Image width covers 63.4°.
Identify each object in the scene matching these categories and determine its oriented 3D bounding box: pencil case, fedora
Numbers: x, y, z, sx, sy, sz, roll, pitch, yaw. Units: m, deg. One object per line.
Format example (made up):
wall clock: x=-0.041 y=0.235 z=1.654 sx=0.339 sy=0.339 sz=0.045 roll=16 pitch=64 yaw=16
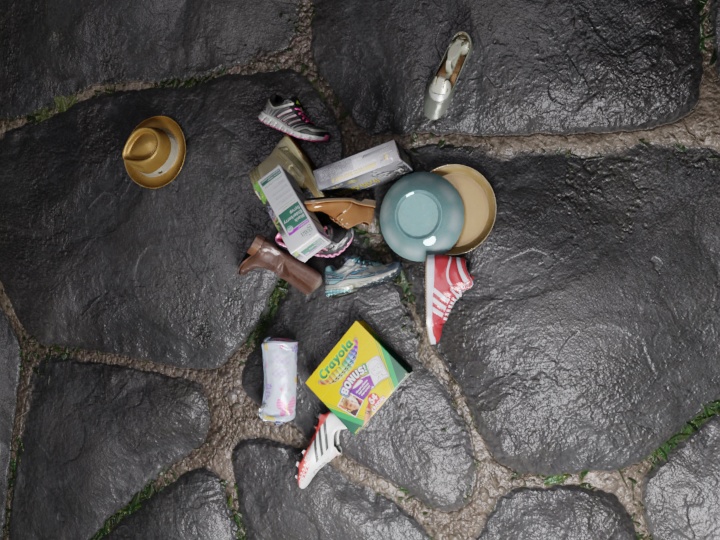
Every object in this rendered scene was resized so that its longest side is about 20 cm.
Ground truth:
pencil case: x=-0.199 y=0.264 z=1.417 sx=0.089 sy=0.083 sz=0.205 roll=3 pitch=89 yaw=-5
fedora: x=-0.557 y=-0.316 z=1.532 sx=0.196 sy=0.082 sz=0.206 roll=0 pitch=89 yaw=18

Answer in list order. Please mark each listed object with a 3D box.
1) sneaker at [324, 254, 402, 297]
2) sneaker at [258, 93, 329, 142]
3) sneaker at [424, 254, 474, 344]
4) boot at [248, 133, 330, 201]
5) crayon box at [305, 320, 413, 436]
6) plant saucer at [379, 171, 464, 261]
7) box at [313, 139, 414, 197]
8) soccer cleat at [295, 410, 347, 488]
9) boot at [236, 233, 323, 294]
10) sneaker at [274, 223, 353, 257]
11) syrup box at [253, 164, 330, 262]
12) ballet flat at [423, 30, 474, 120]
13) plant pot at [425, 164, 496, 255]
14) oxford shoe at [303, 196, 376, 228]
sneaker: x=0.000 y=0.000 z=1.364 sx=0.196 sy=0.077 sz=0.088 roll=-16 pitch=82 yaw=16
sneaker: x=-0.156 y=-0.373 z=1.414 sx=0.197 sy=0.073 sz=0.089 roll=26 pitch=103 yaw=20
sneaker: x=0.199 y=0.066 z=1.305 sx=0.110 sy=0.071 sz=0.205 roll=-1 pitch=100 yaw=6
boot: x=-0.174 y=-0.208 z=1.419 sx=0.155 sy=0.073 sz=0.202 roll=-39 pitch=78 yaw=13
crayon box: x=-0.004 y=0.250 z=1.371 sx=0.172 sy=0.058 sz=0.201 roll=42 pitch=101 yaw=13
plant saucer: x=0.133 y=-0.123 z=1.315 sx=0.197 sy=0.039 sz=0.206 roll=0 pitch=89 yaw=17
box: x=0.012 y=-0.223 z=1.319 sx=0.196 sy=0.158 sz=0.049 roll=-18 pitch=85 yaw=15
soccer cleat: x=-0.091 y=0.436 z=1.394 sx=0.084 sy=0.068 sz=0.203 roll=23 pitch=92 yaw=20
boot: x=-0.196 y=0.010 z=1.428 sx=0.198 sy=0.186 sz=0.065 roll=31 pitch=60 yaw=-11
sneaker: x=-0.114 y=-0.078 z=1.382 sx=0.196 sy=0.096 sz=0.081 roll=-13 pitch=62 yaw=15
syrup box: x=-0.154 y=-0.128 z=1.314 sx=0.078 sy=0.081 sz=0.202 roll=-34 pitch=69 yaw=9
ballet flat: x=0.192 y=-0.442 z=1.313 sx=0.067 sy=0.064 sz=0.203 roll=27 pitch=98 yaw=15
plant pot: x=0.210 y=-0.137 z=1.325 sx=0.196 sy=0.027 sz=0.205 roll=0 pitch=89 yaw=18
oxford shoe: x=-0.043 y=-0.132 z=1.323 sx=0.071 sy=0.197 sz=0.073 roll=12 pitch=98 yaw=50
